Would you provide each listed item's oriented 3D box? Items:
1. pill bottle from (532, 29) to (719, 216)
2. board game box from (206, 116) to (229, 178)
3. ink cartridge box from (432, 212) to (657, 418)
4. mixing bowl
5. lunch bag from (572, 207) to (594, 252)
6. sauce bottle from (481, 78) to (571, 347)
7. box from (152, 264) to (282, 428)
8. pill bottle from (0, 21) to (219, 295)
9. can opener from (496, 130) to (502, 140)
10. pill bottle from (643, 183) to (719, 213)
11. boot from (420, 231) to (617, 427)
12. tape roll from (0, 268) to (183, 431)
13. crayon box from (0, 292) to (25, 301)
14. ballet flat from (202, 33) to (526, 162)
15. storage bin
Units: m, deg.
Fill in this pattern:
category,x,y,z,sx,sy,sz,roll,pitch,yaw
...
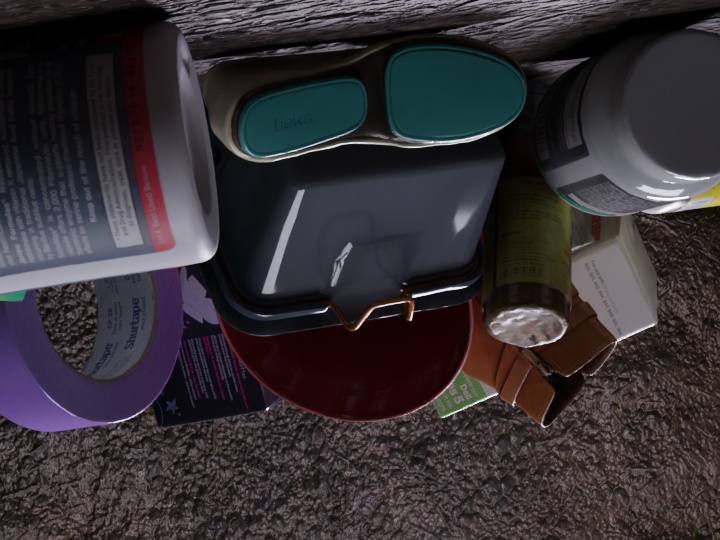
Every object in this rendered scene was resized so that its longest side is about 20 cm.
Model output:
category,x,y,z,sx,sy,sz,roll,pitch,yaw
pill bottle,0.190,-0.098,1.576,0.113,0.114,0.200,-9,179,-11
board game box,-0.189,-0.067,1.684,0.151,0.047,0.200,-8,178,-34
ink cartridge box,0.143,0.027,1.976,0.199,0.084,0.146,-24,-167,13
mixing bowl,0.000,0.000,1.768,0.199,0.201,0.108,-10,-155,23
lunch bag,0.090,-0.056,1.951,0.163,0.118,0.200,-23,-164,4
sauce bottle,0.119,-0.045,1.686,0.066,0.201,0.066,4,149,2
box,-0.119,0.017,2.039,0.114,0.201,0.132,-9,-172,27
pill bottle,-0.176,-0.048,1.154,0.199,0.120,0.120,-9,178,2
can opener,0.032,-0.092,1.824,0.199,0.054,0.067,-20,142,18
pill bottle,0.291,-0.108,1.807,0.199,0.113,0.112,-8,178,-28
boot,0.133,0.004,1.785,0.077,0.155,0.200,3,126,-56
tape roll,-0.226,0.022,1.837,0.065,0.201,0.200,-10,178,35
crayon box,-0.284,-0.026,1.533,0.118,0.058,0.200,19,180,4
ballet flat,0.000,-0.104,1.372,0.199,0.070,0.069,-6,177,-28
storage bin,0.000,-0.048,1.574,0.199,0.146,0.135,-9,147,-23
